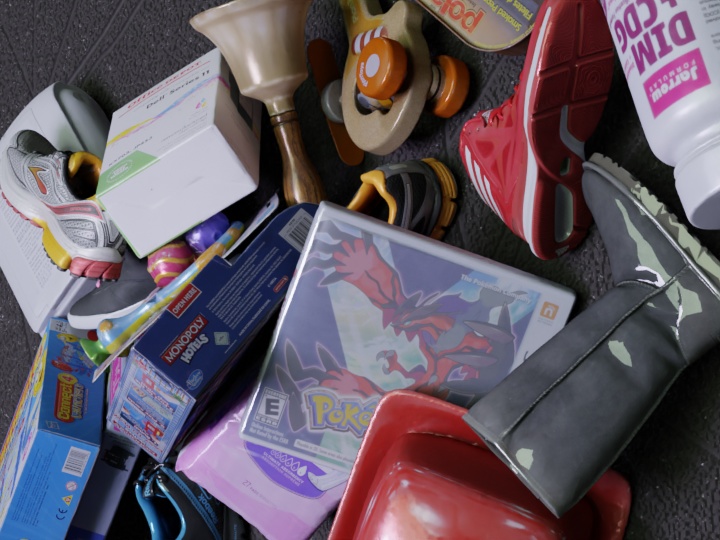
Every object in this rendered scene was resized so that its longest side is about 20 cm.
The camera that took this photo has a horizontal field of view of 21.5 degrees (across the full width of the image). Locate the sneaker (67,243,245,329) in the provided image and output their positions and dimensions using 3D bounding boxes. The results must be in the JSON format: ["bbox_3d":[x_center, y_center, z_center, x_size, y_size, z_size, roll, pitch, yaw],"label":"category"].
[{"bbox_3d":[-0.189,-0.018,1.628,0.199,0.071,0.100,-21,101,33],"label":"sneaker"}]

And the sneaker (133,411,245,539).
[{"bbox_3d":[-0.147,0.159,1.582,0.073,0.081,0.202,-27,66,41],"label":"sneaker"}]

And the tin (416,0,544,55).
[{"bbox_3d":[0.088,-0.241,1.445,0.200,0.042,0.112,47,112,36],"label":"tin"}]

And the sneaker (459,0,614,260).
[{"bbox_3d":[0.112,-0.116,1.350,0.115,0.078,0.202,35,129,44],"label":"sneaker"}]

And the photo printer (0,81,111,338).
[{"bbox_3d":[-0.274,-0.060,1.736,0.167,0.069,0.201,-51,54,25],"label":"photo printer"}]

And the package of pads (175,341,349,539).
[{"bbox_3d":[-0.035,0.109,1.437,0.200,0.120,0.076,-48,14,17],"label":"package of pads"}]

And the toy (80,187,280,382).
[{"bbox_3d":[-0.149,-0.003,1.507,0.047,0.115,0.200,43,95,-9],"label":"toy"}]

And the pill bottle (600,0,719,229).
[{"bbox_3d":[0.230,-0.138,1.246,0.113,0.113,0.202,-31,65,36],"label":"pill bottle"}]

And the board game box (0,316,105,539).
[{"bbox_3d":[-0.278,0.175,1.641,0.196,0.055,0.201,-103,34,-64],"label":"board game box"}]

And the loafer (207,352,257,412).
[{"bbox_3d":[-0.087,0.103,1.548,0.073,0.071,0.200,-44,72,13],"label":"loafer"}]

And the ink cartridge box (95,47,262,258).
[{"bbox_3d":[-0.144,-0.107,1.535,0.116,0.068,0.201,-30,25,13],"label":"ink cartridge box"}]

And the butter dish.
[{"bbox_3d":[0.064,0.210,1.303,0.198,0.148,0.201,21,101,10],"label":"butter dish"}]

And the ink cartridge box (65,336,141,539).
[{"bbox_3d":[-0.218,0.158,1.630,0.120,0.042,0.202,-102,30,-65],"label":"ink cartridge box"}]

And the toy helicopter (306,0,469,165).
[{"bbox_3d":[0.003,-0.176,1.506,0.132,0.078,0.201,-47,45,39],"label":"toy helicopter"}]

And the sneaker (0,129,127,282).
[{"bbox_3d":[-0.241,-0.070,1.596,0.200,0.077,0.083,44,118,44],"label":"sneaker"}]

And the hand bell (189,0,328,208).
[{"bbox_3d":[-0.057,-0.112,1.480,0.103,0.104,0.202,-14,93,41],"label":"hand bell"}]

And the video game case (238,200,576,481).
[{"bbox_3d":[0.033,0.067,1.369,0.023,0.198,0.184,-107,37,-76],"label":"video game case"}]

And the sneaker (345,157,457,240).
[{"bbox_3d":[0.000,0.000,1.469,0.078,0.077,0.202,35,110,38],"label":"sneaker"}]

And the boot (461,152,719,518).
[{"bbox_3d":[0.149,0.040,1.287,0.200,0.072,0.182,-44,55,7],"label":"boot"}]

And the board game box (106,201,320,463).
[{"bbox_3d":[-0.117,0.055,1.432,0.062,0.200,0.200,39,144,1],"label":"board game box"}]
